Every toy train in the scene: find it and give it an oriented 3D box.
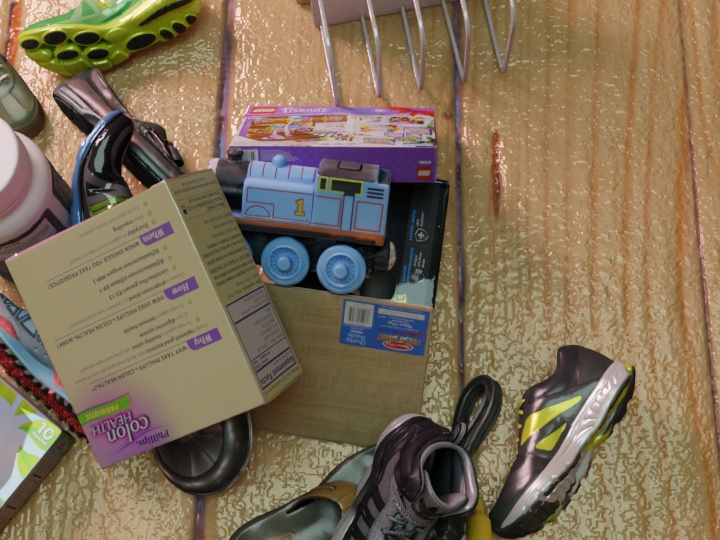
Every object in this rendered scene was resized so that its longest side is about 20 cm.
[{"bbox_3d":[-0.062,-0.049,0.982,0.198,0.087,0.116,7,106,2],"label":"toy train"}]

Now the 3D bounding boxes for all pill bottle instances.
[{"bbox_3d":[-0.336,-0.065,1.013,0.112,0.200,0.114,-1,71,2],"label":"pill bottle"}]

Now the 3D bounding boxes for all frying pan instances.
[{"bbox_3d":[-0.156,0.117,1.008,0.114,0.031,0.192,-5,85,24],"label":"frying pan"}]

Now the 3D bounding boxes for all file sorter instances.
[{"bbox_3d":[0.053,-0.262,1.096,0.198,0.139,0.126,-12,73,-1],"label":"file sorter"}]

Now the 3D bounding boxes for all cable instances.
[{"bbox_3d":[0.094,0.199,0.993,0.050,0.097,0.201,35,51,-24],"label":"cable"}]

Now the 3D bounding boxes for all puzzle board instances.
[{"bbox_3d":[-0.037,0.089,1.004,0.198,0.017,0.152,8,111,4],"label":"puzzle board"}]

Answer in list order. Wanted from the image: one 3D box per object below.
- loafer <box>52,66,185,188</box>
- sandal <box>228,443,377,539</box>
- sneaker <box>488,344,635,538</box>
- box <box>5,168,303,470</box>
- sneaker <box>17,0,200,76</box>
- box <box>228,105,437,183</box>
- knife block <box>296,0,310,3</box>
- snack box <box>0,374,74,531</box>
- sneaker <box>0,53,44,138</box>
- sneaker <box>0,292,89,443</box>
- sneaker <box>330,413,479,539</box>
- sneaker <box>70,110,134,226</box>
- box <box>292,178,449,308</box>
[{"bbox_3d":[-0.235,-0.145,1.107,0.199,0.072,0.063,39,71,16],"label":"loafer"},{"bbox_3d":[-0.035,0.225,0.980,0.198,0.055,0.082,-24,75,-6],"label":"sandal"},{"bbox_3d":[0.176,0.158,0.996,0.084,0.075,0.200,32,76,33],"label":"sneaker"},{"bbox_3d":[-0.176,0.041,0.925,0.175,0.097,0.202,-23,93,20],"label":"box"},{"bbox_3d":[-0.272,-0.273,1.156,0.198,0.074,0.084,-20,54,-6],"label":"sneaker"},{"bbox_3d":[-0.023,-0.127,1.061,0.197,0.137,0.040,1,115,3],"label":"box"},{"bbox_3d":[0.042,-0.350,1.174,0.199,0.174,0.065,-28,63,41],"label":"knife block"},{"bbox_3d":[-0.396,0.154,1.021,0.199,0.053,0.143,35,75,13],"label":"snack box"},{"bbox_3d":[-0.420,-0.226,1.128,0.067,0.090,0.200,-41,75,-12],"label":"sneaker"},{"bbox_3d":[-0.290,0.081,1.042,0.200,0.080,0.095,40,59,11],"label":"sneaker"},{"bbox_3d":[0.037,0.217,0.914,0.075,0.114,0.202,27,71,-17],"label":"sneaker"},{"bbox_3d":[-0.238,-0.052,1.031,0.082,0.071,0.202,4,84,3],"label":"sneaker"},{"bbox_3d":[0.000,0.000,1.058,0.157,0.046,0.202,8,73,5],"label":"box"}]
